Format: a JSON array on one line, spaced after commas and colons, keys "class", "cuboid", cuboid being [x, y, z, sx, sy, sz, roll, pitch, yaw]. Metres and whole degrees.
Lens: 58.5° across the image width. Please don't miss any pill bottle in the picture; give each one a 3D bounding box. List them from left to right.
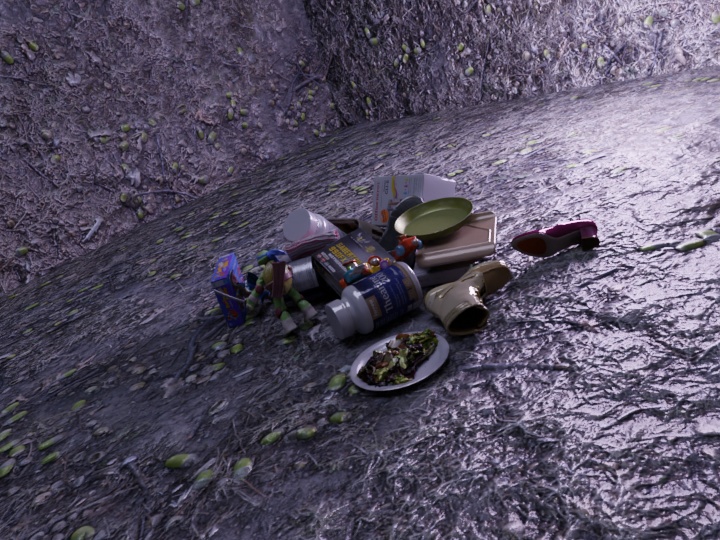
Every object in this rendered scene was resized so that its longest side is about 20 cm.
[{"class": "pill bottle", "cuboid": [-0.129, 0.021, 1.656, 0.197, 0.113, 0.112, -16, 21, 6]}, {"class": "pill bottle", "cuboid": [-0.116, -0.086, 1.764, 0.112, 0.199, 0.115, -14, 63, 28]}, {"class": "pill bottle", "cuboid": [0.027, 0.069, 1.401, 0.198, 0.112, 0.111, -26, 22, -19]}]

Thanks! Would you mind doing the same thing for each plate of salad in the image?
[{"class": "plate of salad", "cuboid": [0.071, 0.161, 1.225, 0.197, 0.049, 0.201, -16, 21, 6]}]

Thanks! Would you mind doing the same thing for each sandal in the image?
[{"class": "sandal", "cuboid": [0.117, -0.036, 1.652, 0.044, 0.076, 0.200, -8, 15, 17]}]

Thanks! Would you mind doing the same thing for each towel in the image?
[{"class": "towel", "cuboid": [-0.109, -0.031, 1.714, 0.144, 0.201, 0.030, -17, 59, 3]}]

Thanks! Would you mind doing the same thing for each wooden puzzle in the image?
[{"class": "wooden puzzle", "cuboid": [0.229, -0.070, 1.507, 0.182, 0.038, 0.201, -11, 27, 18]}]

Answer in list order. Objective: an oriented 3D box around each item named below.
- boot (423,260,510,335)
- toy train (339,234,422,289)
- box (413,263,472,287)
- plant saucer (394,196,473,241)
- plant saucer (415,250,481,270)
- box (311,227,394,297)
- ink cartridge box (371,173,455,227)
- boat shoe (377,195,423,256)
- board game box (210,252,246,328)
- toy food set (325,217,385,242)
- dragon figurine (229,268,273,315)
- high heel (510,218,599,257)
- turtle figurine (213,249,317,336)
[{"class": "boot", "cuboid": [0.239, 0.056, 1.309, 0.198, 0.074, 0.156, -22, 20, -5]}, {"class": "toy train", "cuboid": [0.036, -0.027, 1.435, 0.198, 0.056, 0.150, -20, -19, -33]}, {"class": "box", "cuboid": [0.208, -0.025, 1.592, 0.142, 0.037, 0.201, -11, 23, 17]}, {"class": "plant saucer", "cuboid": [0.180, -0.121, 1.564, 0.197, 0.031, 0.201, -16, 26, 8]}, {"class": "plant saucer", "cuboid": [0.230, -0.050, 1.544, 0.197, 0.035, 0.201, -15, 21, 6]}, {"class": "box", "cuboid": [0.000, 0.000, 1.554, 0.157, 0.049, 0.200, -29, 56, -26]}, {"class": "ink cartridge box", "cuboid": [0.148, -0.192, 1.843, 0.143, 0.148, 0.198, 3, 2, -42]}, {"class": "boat shoe", "cuboid": [0.104, -0.107, 1.716, 0.074, 0.204, 0.065, 28, -1, 11]}, {"class": "board game box", "cuboid": [-0.349, 0.049, 1.738, 0.044, 0.136, 0.200, -17, 20, 1]}, {"class": "toy food set", "cuboid": [-0.015, -0.106, 1.894, 0.142, 0.061, 0.198, 17, -8, -41]}, {"class": "dragon figurine", "cuboid": [-0.291, 0.046, 1.670, 0.058, 0.200, 0.100, -31, 41, 13]}, {"class": "high heel", "cuboid": [0.445, -0.081, 1.486, 0.197, 0.068, 0.097, 1, 34, 7]}, {"class": "turtle figurine", "cuboid": [-0.204, 0.057, 1.544, 0.199, 0.195, 0.144, -35, -3, 26]}]
